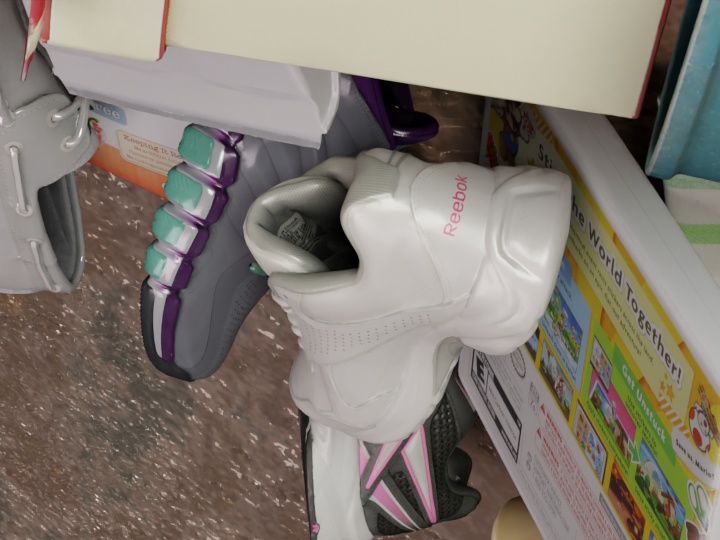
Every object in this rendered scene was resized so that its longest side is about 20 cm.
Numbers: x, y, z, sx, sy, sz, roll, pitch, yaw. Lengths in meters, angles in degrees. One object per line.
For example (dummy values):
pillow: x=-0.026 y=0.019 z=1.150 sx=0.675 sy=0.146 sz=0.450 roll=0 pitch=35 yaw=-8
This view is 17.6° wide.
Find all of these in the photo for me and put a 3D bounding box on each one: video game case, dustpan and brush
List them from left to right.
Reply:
dustpan and brush: x=-0.077 y=-0.144 z=0.785 sx=0.139 sy=0.057 sz=0.201 roll=15 pitch=142 yaw=37
video game case: x=0.086 y=0.039 z=0.837 sx=0.201 sy=0.023 sz=0.183 roll=-117 pitch=21 yaw=-43

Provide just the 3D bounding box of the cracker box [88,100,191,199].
cracker box: x=-0.101 y=-0.124 z=0.913 sx=0.133 sy=0.058 sz=0.201 roll=24 pitch=144 yaw=19

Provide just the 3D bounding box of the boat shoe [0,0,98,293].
boat shoe: x=-0.137 y=-0.057 z=0.922 sx=0.068 sy=0.072 sz=0.201 roll=10 pitch=137 yaw=3

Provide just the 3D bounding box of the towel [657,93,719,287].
towel: x=0.173 y=0.043 z=0.771 sx=0.151 sy=0.023 sz=0.202 roll=9 pitch=121 yaw=30

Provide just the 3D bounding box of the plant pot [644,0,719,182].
plant pot: x=0.186 y=-0.093 z=0.567 sx=0.186 sy=0.201 sz=0.201 roll=17 pitch=144 yaw=5

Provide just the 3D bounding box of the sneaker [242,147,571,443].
sneaker: x=0.000 y=0.000 z=0.847 sx=0.099 sy=0.078 sz=0.200 roll=20 pitch=152 yaw=-12

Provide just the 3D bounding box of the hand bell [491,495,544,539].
hand bell: x=0.041 y=0.134 z=0.993 sx=0.199 sy=0.104 sz=0.104 roll=-19 pitch=120 yaw=29

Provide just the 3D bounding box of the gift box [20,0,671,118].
gift box: x=-0.005 y=-0.144 z=0.607 sx=0.185 sy=0.185 sz=0.201 roll=10 pitch=127 yaw=-3

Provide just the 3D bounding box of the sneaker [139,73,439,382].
sneaker: x=-0.023 y=-0.036 z=0.877 sx=0.087 sy=0.074 sz=0.201 roll=22 pitch=116 yaw=10

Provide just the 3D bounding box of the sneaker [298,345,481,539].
sneaker: x=0.014 y=0.029 z=0.991 sx=0.085 sy=0.081 sz=0.201 roll=-5 pitch=127 yaw=-4
